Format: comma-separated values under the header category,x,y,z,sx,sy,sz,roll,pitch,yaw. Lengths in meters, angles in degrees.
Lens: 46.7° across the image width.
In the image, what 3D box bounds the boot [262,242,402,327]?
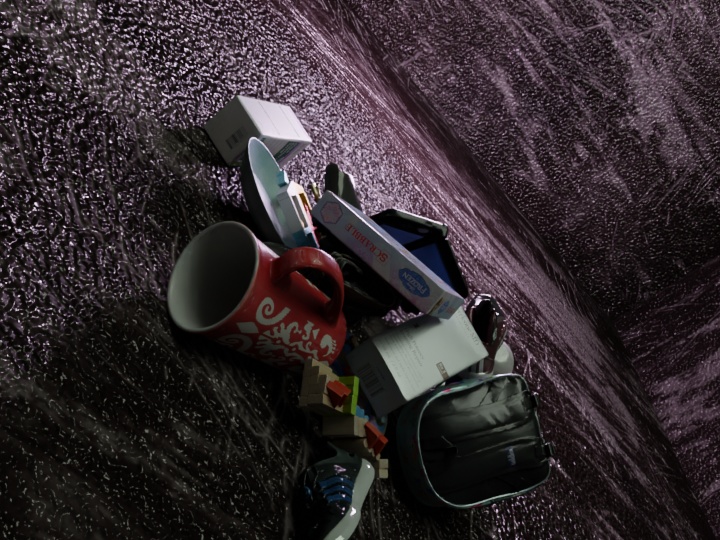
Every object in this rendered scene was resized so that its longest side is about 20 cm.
category,x,y,z,sx,sy,sz,roll,pitch,yaw
boot,-0.049,0.004,1.098,0.199,0.070,0.174,29,-18,-6

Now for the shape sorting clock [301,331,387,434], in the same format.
category,x,y,z,sx,sy,sz,roll,pitch,yaw
shape sorting clock,-0.023,0.147,1.158,0.200,0.039,0.201,46,21,-23

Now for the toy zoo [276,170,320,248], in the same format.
category,x,y,z,sx,sy,sz,roll,pitch,yaw
toy zoo,-0.083,-0.058,1.280,0.131,0.020,0.201,-50,119,-80

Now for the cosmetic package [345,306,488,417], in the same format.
category,x,y,z,sx,sy,sz,roll,pitch,yaw
cosmetic package,0.083,0.120,1.183,0.199,0.074,0.102,-22,79,-44

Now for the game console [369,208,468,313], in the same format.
category,x,y,z,sx,sy,sz,roll,pitch,yaw
game console,0.065,-0.011,1.431,0.175,0.200,0.117,15,71,-28

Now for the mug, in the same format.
category,x,y,z,sx,sy,sz,roll,pitch,yaw
mug,-0.097,0.049,0.978,0.200,0.176,0.134,39,67,-48

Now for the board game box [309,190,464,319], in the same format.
category,x,y,z,sx,sy,sz,roll,pitch,yaw
board game box,0.042,-0.015,1.117,0.199,0.041,0.200,41,6,15

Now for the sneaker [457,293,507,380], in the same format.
category,x,y,z,sx,sy,sz,roll,pitch,yaw
sneaker,0.199,0.076,1.321,0.201,0.075,0.116,-74,168,-51

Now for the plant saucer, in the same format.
category,x,y,z,sx,sy,sz,roll,pitch,yaw
plant saucer,-0.137,-0.099,1.254,0.201,0.038,0.202,-23,90,-80

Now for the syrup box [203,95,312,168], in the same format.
category,x,y,z,sx,sy,sz,roll,pitch,yaw
syrup box,-0.164,-0.224,1.375,0.082,0.079,0.200,57,19,8

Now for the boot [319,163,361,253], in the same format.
category,x,y,z,sx,sy,sz,roll,pitch,yaw
boot,-0.009,-0.073,1.331,0.200,0.077,0.140,47,40,-70

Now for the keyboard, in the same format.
category,x,y,z,sx,sy,sz,roll,pitch,yaw
keyboard,0.000,0.000,1.178,0.200,0.040,0.104,41,0,-5

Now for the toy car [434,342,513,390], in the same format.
category,x,y,z,sx,sy,sz,roll,pitch,yaw
toy car,0.183,0.220,1.391,0.149,0.175,0.201,-8,59,-25

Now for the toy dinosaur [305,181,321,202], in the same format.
category,x,y,z,sx,sy,sz,roll,pitch,yaw
toy dinosaur,-0.047,-0.104,1.398,0.200,0.058,0.102,-92,162,-83

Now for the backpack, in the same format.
category,x,y,z,sx,sy,sz,roll,pitch,yaw
backpack,0.149,0.246,1.191,0.199,0.150,0.179,-11,83,-29

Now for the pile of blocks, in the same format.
category,x,y,z,sx,sy,sz,roll,pitch,yaw
pile of blocks,-0.003,0.183,1.025,0.201,0.062,0.082,62,36,-34

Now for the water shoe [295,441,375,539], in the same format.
category,x,y,z,sx,sy,sz,roll,pitch,yaw
water shoe,-0.042,0.259,0.919,0.079,0.072,0.200,32,16,2

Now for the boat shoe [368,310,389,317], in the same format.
category,x,y,z,sx,sy,sz,roll,pitch,yaw
boat shoe,0.021,0.045,1.403,0.201,0.073,0.064,26,71,-72
